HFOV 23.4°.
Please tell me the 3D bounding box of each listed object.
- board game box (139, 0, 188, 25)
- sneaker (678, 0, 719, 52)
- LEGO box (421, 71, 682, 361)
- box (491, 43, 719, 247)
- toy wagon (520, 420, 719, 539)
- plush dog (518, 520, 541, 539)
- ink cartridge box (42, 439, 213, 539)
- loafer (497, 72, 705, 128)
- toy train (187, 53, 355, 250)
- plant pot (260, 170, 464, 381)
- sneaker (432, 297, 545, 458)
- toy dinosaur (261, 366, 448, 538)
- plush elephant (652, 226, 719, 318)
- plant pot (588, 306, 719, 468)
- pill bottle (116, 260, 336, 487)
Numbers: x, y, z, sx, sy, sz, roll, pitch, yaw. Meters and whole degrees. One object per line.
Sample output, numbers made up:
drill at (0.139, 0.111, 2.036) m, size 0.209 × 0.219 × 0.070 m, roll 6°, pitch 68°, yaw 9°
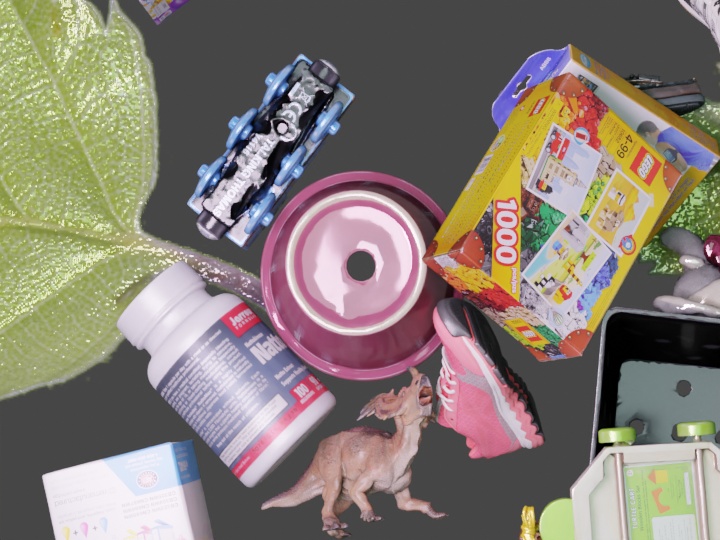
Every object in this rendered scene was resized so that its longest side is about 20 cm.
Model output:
board game box at (-0.153, -0.347, 1.675) m, size 0.199 × 0.103 × 0.105 m, roll -37°, pitch 85°, yaw -1°
sneaker at (0.357, -0.254, 1.654) m, size 0.075 × 0.088 × 0.201 m, roll -32°, pitch 83°, yaw 1°
LEGO box at (0.170, -0.046, 1.530) m, size 0.149 × 0.077 × 0.201 m, roll 38°, pitch 69°, yaw -17°
box at (0.221, -0.120, 1.618) m, size 0.199 × 0.042 × 0.119 m, roll 29°, pitch 118°, yaw -15°
toy wagon at (0.233, 0.210, 1.470) m, size 0.197 × 0.040 × 0.157 m, roll -4°, pitch 85°, yaw 3°
plush dog at (0.140, 0.325, 1.610) m, size 0.170 × 0.160 × 0.202 m, roll -22°, pitch 113°, yaw -13°
ink cartridge box at (-0.203, 0.271, 1.617) m, size 0.127 × 0.125 × 0.202 m, roll -14°, pitch 84°, yaw 1°
loafer at (0.227, -0.164, 1.663) m, size 0.198 × 0.072 × 0.064 m, roll -13°, pitch 79°, yaw 3°
toy train at (-0.086, -0.112, 1.648) m, size 0.086 × 0.114 × 0.201 m, roll 36°, pitch 88°, yaw 1°
plant pot at (0.000, 0.000, 1.603) m, size 0.197 × 0.179 × 0.203 m, roll 0°, pitch 85°, yaw 3°
sneaker at (0.100, 0.111, 1.602) m, size 0.086 × 0.074 × 0.201 m, roll -25°, pitch 129°, yaw 11°
toy dinosaur at (0.002, 0.175, 1.639) m, size 0.198 × 0.086 × 0.137 m, roll -16°, pitch 72°, yaw 25°
plush elephant at (0.345, -0.007, 1.596) m, size 0.154 × 0.165 × 0.202 m, roll -24°, pitch 63°, yaw 18°
plant pot at (0.301, 0.146, 1.579) m, size 0.197 × 0.177 × 0.203 m, roll 6°, pitch 87°, yaw 3°
pill bottle at (-0.130, 0.093, 1.631) m, size 0.120 × 0.120 × 0.200 m, roll -44°, pitch 85°, yaw -1°
